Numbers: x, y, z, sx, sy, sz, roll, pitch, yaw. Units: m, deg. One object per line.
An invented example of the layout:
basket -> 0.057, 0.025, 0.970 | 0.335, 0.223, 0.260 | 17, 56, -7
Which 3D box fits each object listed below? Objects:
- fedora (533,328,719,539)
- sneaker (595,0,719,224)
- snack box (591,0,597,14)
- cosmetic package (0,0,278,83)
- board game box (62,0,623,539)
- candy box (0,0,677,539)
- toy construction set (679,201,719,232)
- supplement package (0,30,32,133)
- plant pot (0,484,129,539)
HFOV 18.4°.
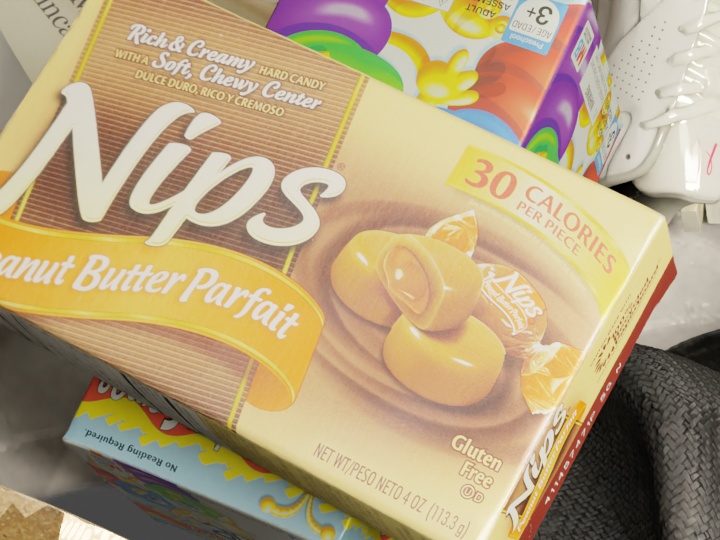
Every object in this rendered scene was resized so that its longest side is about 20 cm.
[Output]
fedora -> 0.098, 0.088, 0.745 | 0.092, 0.201, 0.201 | 34, 53, -33
sneaker -> 0.124, -0.074, 0.836 | 0.078, 0.200, 0.099 | 4, 41, -24
snack box -> 0.005, -0.051, 0.880 | 0.200, 0.072, 0.024 | -23, 62, -20
cosmetic package -> -0.111, -0.066, 0.871 | 0.200, 0.073, 0.104 | -32, 69, -22
board game box -> 0.000, 0.000, 0.760 | 0.105, 0.103, 0.200 | 20, 75, 19
candy box -> -0.019, -0.002, 0.678 | 0.200, 0.055, 0.115 | 26, 78, 20
toy construction set -> 0.222, -0.062, 0.920 | 0.200, 0.092, 0.131 | 3, 85, 1
supplement package -> -0.216, -0.022, 0.748 | 0.200, 0.121, 0.120 | -39, 68, 14
plant pot -> -0.143, 0.173, 0.686 | 0.186, 0.186, 0.200 | 20, 73, 2
